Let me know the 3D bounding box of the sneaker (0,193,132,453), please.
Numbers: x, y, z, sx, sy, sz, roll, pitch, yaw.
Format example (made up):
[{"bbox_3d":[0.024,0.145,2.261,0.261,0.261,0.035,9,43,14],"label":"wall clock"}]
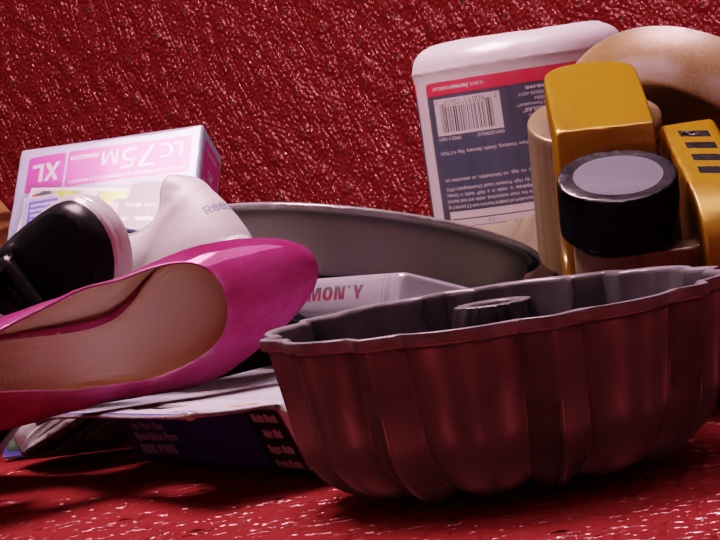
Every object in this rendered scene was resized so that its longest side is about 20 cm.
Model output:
[{"bbox_3d":[-0.198,0.050,1.184,0.200,0.073,0.112,-52,-15,31],"label":"sneaker"}]

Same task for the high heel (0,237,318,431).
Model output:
[{"bbox_3d":[-0.113,0.026,1.114,0.200,0.067,0.096,-16,-7,-6],"label":"high heel"}]

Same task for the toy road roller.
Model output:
[{"bbox_3d":[0.166,-0.021,1.155,0.146,0.123,0.200,-7,26,0],"label":"toy road roller"}]

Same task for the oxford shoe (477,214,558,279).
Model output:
[{"bbox_3d":[0.048,0.006,1.413,0.200,0.070,0.075,-26,-50,36],"label":"oxford shoe"}]

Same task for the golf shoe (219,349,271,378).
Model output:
[{"bbox_3d":[-0.065,0.026,1.449,0.078,0.095,0.200,-10,-5,3],"label":"golf shoe"}]

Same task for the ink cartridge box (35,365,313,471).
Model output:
[{"bbox_3d":[-0.034,0.070,1.153,0.200,0.041,0.200,-11,2,-28],"label":"ink cartridge box"}]

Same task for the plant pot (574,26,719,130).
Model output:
[{"bbox_3d":[0.180,-0.036,1.252,0.200,0.200,0.027,-5,28,48],"label":"plant pot"}]

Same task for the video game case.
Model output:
[{"bbox_3d":[0.036,0.031,1.280,0.200,0.023,0.182,13,-11,-39],"label":"video game case"}]

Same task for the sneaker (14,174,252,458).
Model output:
[{"bbox_3d":[-0.121,0.029,1.248,0.200,0.087,0.074,-43,-26,27],"label":"sneaker"}]

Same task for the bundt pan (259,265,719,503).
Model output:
[{"bbox_3d":[0.062,0.049,0.988,0.202,0.076,0.202,-9,4,1],"label":"bundt pan"}]

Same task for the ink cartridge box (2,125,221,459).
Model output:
[{"bbox_3d":[-0.148,0.010,1.346,0.119,0.200,0.042,-7,-35,14],"label":"ink cartridge box"}]

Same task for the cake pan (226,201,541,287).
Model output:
[{"bbox_3d":[0.000,0.000,1.299,0.200,0.037,0.200,6,-9,1],"label":"cake pan"}]

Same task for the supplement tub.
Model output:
[{"bbox_3d":[0.114,-0.055,1.516,0.140,0.200,0.140,-8,4,1],"label":"supplement tub"}]

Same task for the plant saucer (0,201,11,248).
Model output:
[{"bbox_3d":[-0.287,0.040,1.510,0.200,0.037,0.200,-50,-2,-2],"label":"plant saucer"}]
